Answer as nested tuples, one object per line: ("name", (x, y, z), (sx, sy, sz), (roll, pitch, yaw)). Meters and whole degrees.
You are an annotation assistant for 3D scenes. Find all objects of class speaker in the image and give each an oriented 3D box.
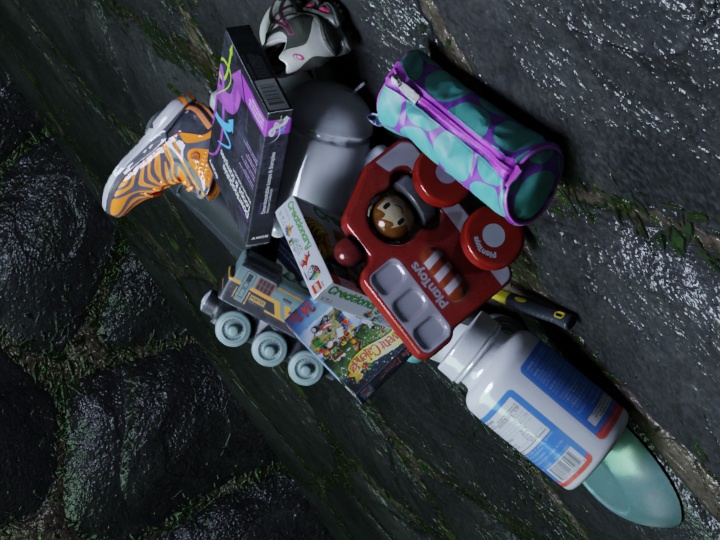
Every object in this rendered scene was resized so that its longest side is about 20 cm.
("speaker", (0.124, 0.082, 1.691), (0.082, 0.081, 0.200), (57, 165, -19))

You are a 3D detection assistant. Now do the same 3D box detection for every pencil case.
("pencil case", (0.099, -0.127, 1.299), (0.200, 0.086, 0.092), (40, -171, 34))

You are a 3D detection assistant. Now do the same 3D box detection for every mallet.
("mallet", (0.155, 0.036, 1.535), (0.199, 0.066, 0.041), (31, 158, 50))

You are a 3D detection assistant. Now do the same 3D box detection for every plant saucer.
("plant saucer", (0.293, 0.236, 1.631), (0.201, 0.039, 0.202), (47, 163, 19))

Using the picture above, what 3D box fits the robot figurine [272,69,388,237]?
("robot figurine", (-0.051, -0.131, 1.576), (0.168, 0.202, 0.113), (18, -160, 6))

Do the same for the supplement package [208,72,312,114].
("supplement package", (-0.117, -0.177, 1.735), (0.117, 0.117, 0.200), (52, 165, 2))

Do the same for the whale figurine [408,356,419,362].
("whale figurine", (0.023, 0.073, 1.912), (0.160, 0.103, 0.200), (50, 164, 7))

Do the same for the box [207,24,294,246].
("box", (-0.125, -0.147, 1.526), (0.201, 0.036, 0.144), (103, 148, -46))

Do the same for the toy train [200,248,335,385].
("toy train", (-0.098, 0.060, 1.728), (0.198, 0.115, 0.085), (28, -168, -9))

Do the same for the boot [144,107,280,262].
("boot", (-0.185, -0.100, 1.762), (0.200, 0.065, 0.165), (46, 164, 24))

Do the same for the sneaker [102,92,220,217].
("sneaker", (-0.233, -0.112, 1.693), (0.112, 0.078, 0.200), (45, 121, 3))

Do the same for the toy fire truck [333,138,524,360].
("toy fire truck", (0.064, -0.030, 1.457), (0.201, 0.167, 0.112), (51, 164, 0))

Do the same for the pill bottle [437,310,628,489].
("pill bottle", (0.187, 0.138, 1.522), (0.199, 0.112, 0.112), (40, 163, 3))

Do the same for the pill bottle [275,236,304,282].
("pill bottle", (-0.084, -0.005, 1.865), (0.120, 0.199, 0.120), (46, 163, 18))

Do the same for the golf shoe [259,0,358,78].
("golf shoe", (-0.083, -0.255, 1.526), (0.078, 0.088, 0.200), (59, 164, -17))

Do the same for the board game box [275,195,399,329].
("board game box", (0.000, 0.000, 1.530), (0.199, 0.035, 0.127), (22, -146, -48))

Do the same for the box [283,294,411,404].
("box", (0.025, 0.042, 1.661), (0.136, 0.200, 0.038), (43, 172, 26))

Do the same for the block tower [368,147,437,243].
("block tower", (0.048, -0.075, 1.615), (0.200, 0.058, 0.054), (43, 163, 35))
